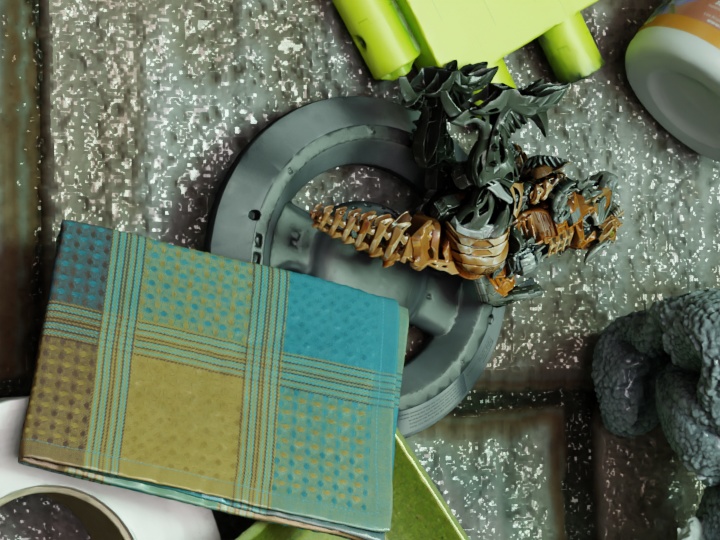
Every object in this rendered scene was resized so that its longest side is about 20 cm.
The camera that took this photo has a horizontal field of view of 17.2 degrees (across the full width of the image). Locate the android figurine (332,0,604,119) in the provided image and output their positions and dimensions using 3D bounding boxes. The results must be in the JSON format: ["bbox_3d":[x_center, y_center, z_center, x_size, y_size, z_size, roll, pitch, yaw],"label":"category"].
[{"bbox_3d":[0.064,-0.189,1.406,0.182,0.041,0.201,-34,102,-20],"label":"android figurine"}]

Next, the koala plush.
[{"bbox_3d":[0.233,0.117,1.356,0.176,0.184,0.201,1,79,-7],"label":"koala plush"}]

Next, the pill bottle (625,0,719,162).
[{"bbox_3d":[0.259,-0.169,1.449,0.112,0.112,0.200,45,71,-14],"label":"pill bottle"}]

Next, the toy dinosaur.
[{"bbox_3d":[0.068,-0.042,1.337,0.200,0.102,0.136,-18,114,-52],"label":"toy dinosaur"}]

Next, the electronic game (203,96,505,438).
[{"bbox_3d":[0.000,0.000,1.366,0.199,0.042,0.201,3,85,-31],"label":"electronic game"}]

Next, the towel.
[{"bbox_3d":[-0.074,0.059,1.267,0.199,0.022,0.147,14,61,-12],"label":"towel"}]

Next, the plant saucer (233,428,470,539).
[{"bbox_3d":[0.003,0.211,1.293,0.200,0.048,0.200,57,40,-3],"label":"plant saucer"}]

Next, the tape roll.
[{"bbox_3d":[-0.175,0.167,1.268,0.201,0.071,0.204,2,85,-23],"label":"tape roll"}]
